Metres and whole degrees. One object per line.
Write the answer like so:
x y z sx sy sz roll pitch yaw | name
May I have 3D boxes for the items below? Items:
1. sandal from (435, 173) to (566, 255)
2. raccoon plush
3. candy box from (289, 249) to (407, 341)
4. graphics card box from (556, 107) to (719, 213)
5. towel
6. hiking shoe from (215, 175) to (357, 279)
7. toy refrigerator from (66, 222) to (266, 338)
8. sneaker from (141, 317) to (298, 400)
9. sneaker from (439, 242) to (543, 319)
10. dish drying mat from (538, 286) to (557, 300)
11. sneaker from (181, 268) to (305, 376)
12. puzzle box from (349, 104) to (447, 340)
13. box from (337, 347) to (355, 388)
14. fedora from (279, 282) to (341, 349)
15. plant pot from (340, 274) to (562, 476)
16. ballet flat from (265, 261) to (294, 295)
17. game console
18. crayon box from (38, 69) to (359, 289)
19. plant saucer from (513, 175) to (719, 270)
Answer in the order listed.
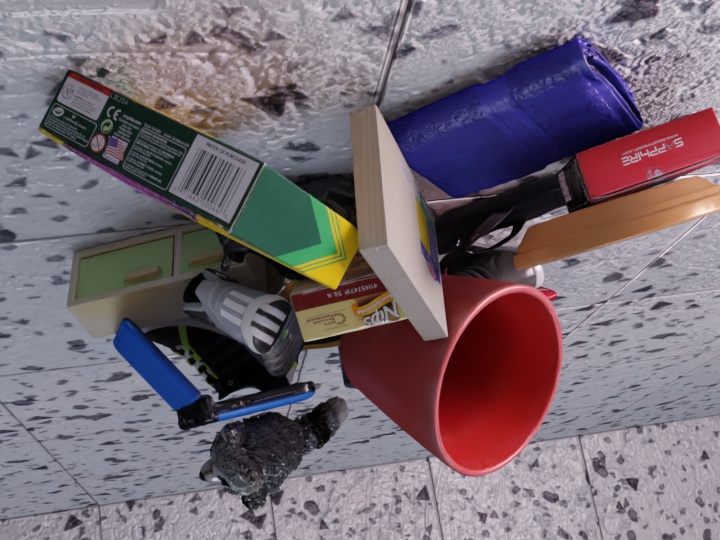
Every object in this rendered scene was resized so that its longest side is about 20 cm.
0.158 -0.055 1.108 0.199 0.043 0.076 -24 157 35 | sandal
-0.093 0.176 1.075 0.200 0.097 0.134 -43 172 -26 | raccoon plush
0.000 0.000 1.007 0.115 0.056 0.200 -13 -161 9 | candy box
0.259 -0.099 0.922 0.125 0.051 0.200 -19 177 7 | graphics card box
0.136 -0.136 0.872 0.199 0.050 0.147 -20 151 29 | towel
-0.052 -0.036 0.970 0.199 0.101 0.076 -2 159 -22 | hiking shoe
-0.204 0.003 1.027 0.199 0.076 0.070 -12 142 9 | toy refrigerator
-0.163 0.107 1.134 0.199 0.083 0.072 17 160 -16 | sneaker
0.120 0.014 1.164 0.099 0.071 0.200 -25 -170 -26 | sneaker
0.137 0.050 1.196 0.199 0.018 0.077 -13 -169 -15 | dish drying mat
-0.119 0.043 0.985 0.115 0.075 0.200 26 167 12 | sneaker
0.036 -0.034 0.853 0.025 0.134 0.200 -12 151 14 | puzzle box
0.085 0.104 1.434 0.199 0.105 0.148 -23 157 32 | box
-0.082 0.047 1.221 0.199 0.082 0.201 -1 165 0 | fedora
0.085 0.092 1.030 0.200 0.202 0.177 10 -173 -44 | plant pot
-0.142 0.020 1.125 0.199 0.071 0.070 -27 155 34 | ballet flat
-0.159 0.101 1.019 0.170 0.119 0.200 -12 174 -19 | game console
-0.117 -0.067 0.750 0.199 0.059 0.172 28 179 27 | crayon box
0.232 -0.045 0.879 0.199 0.038 0.200 -17 178 -1 | plant saucer
